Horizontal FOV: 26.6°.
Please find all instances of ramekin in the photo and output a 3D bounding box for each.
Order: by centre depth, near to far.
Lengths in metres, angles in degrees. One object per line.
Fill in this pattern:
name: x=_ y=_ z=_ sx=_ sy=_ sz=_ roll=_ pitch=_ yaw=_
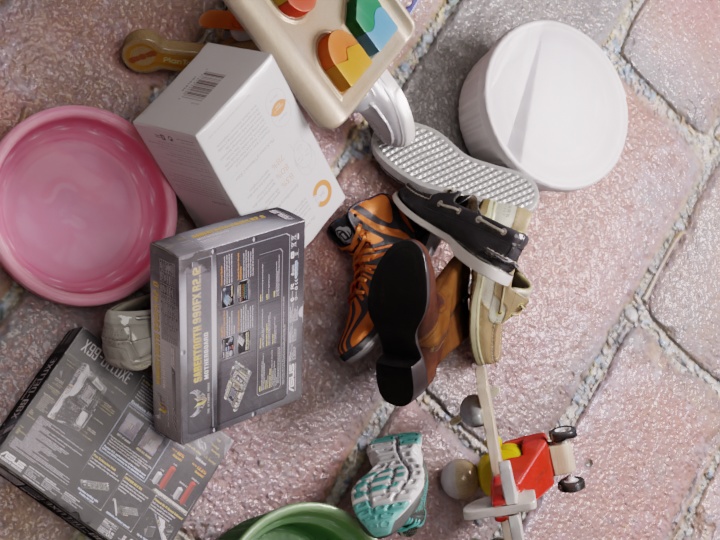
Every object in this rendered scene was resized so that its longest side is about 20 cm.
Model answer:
ramekin: x=-0.072 y=0.337 z=1.542 sx=0.199 sy=0.098 sz=0.201 roll=5 pitch=79 yaw=-28
ramekin: x=0.205 y=-0.184 z=1.778 sx=0.202 sy=0.094 sz=0.203 roll=5 pitch=80 yaw=-28

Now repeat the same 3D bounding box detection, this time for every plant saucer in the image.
plant saucer: x=-0.283 y=-0.062 z=1.521 sx=0.200 sy=0.051 sz=0.202 roll=5 pitch=80 yaw=-27

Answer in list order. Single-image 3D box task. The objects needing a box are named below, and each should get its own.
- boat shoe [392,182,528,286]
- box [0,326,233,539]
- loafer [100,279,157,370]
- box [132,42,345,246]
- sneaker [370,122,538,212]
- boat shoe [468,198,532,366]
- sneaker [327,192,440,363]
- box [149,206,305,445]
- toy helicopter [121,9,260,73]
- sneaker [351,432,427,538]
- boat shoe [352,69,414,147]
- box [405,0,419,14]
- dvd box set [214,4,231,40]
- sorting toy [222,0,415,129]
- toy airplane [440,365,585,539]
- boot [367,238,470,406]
boat shoe: x=0.105 y=-0.053 z=1.603 sx=0.074 sy=0.200 sz=0.060 roll=24 pitch=101 yaw=-37
box: x=-0.247 y=0.177 z=1.501 sx=0.200 sy=0.050 sz=0.158 roll=39 pitch=66 yaw=-18
loafer: x=-0.181 y=0.033 z=1.522 sx=0.200 sy=0.070 sz=0.070 roll=-35 pitch=127 yaw=-51
box: x=-0.119 y=-0.111 z=1.544 sx=0.124 sy=0.097 sz=0.200 roll=-50 pitch=134 yaw=-25
sneaker: x=0.099 y=-0.098 z=1.724 sx=0.199 sy=0.079 sz=0.079 roll=26 pitch=65 yaw=4
boat shoe: x=0.157 y=0.019 z=1.686 sx=0.074 sy=0.066 sz=0.201 roll=-67 pitch=160 yaw=-58
sneaker: x=0.000 y=0.000 z=1.657 sx=0.112 sy=0.078 sz=0.200 roll=38 pitch=56 yaw=-13
box: x=-0.128 y=0.053 z=1.489 sx=0.158 sy=0.048 sz=0.201 roll=-19 pitch=120 yaw=-39
toy helicopter: x=-0.148 y=-0.224 z=1.586 sx=0.199 sy=0.133 sz=0.079 roll=7 pitch=48 yaw=-10
sneaker: x=0.042 y=0.241 z=1.586 sx=0.077 sy=0.200 sz=0.092 roll=-11 pitch=103 yaw=14
boat shoe: x=-0.012 y=-0.207 z=1.642 sx=0.068 sy=0.072 sz=0.200 roll=-40 pitch=119 yaw=-20
box: x=-0.020 y=-0.351 z=1.708 sx=0.200 sy=0.032 sz=0.121 roll=33 pitch=80 yaw=-19
dvd box set: x=-0.062 y=-0.329 z=1.649 sx=0.146 sy=0.029 sz=0.201 roll=13 pitch=100 yaw=-24
sorting toy: x=-0.034 y=-0.268 z=1.556 sx=0.185 sy=0.036 sz=0.200 roll=52 pitch=47 yaw=-17
toy airplane: x=0.148 y=0.232 z=1.655 sx=0.199 sy=0.141 sz=0.201 roll=51 pitch=43 yaw=-48
boot: x=0.083 y=0.023 z=1.619 sx=0.200 sy=0.068 sz=0.189 roll=-41 pitch=131 yaw=-54
